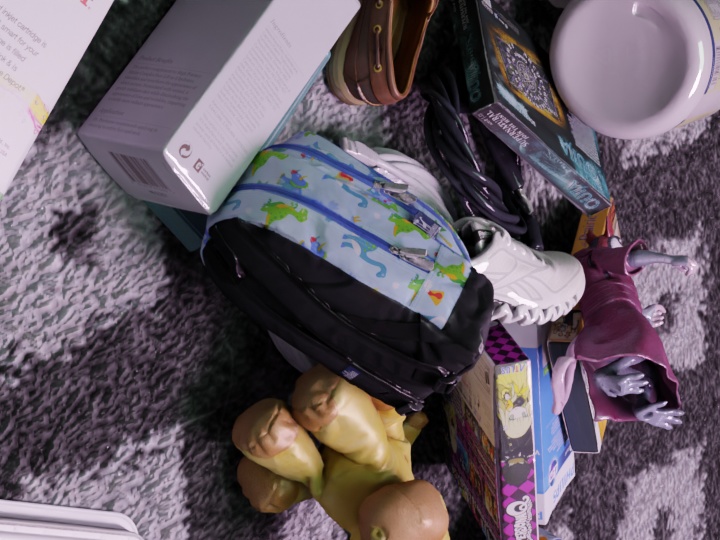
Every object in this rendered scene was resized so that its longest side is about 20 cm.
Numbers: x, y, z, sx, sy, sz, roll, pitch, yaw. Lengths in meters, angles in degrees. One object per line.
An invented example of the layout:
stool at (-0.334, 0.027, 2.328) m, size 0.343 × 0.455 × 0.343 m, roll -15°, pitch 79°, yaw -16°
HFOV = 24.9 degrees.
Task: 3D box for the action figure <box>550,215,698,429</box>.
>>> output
action figure at (0.211, 0.042, 1.394) m, size 0.148 × 0.200 × 0.134 m, roll -7°, pitch 142°, yaw -5°

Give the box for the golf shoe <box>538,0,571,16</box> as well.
golf shoe at (0.196, -0.319, 1.421) m, size 0.078 × 0.094 × 0.201 m, roll -21°, pitch 116°, yaw -43°

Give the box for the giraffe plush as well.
giraffe plush at (0.009, 0.181, 1.262) m, size 0.172 × 0.162 × 0.200 m, roll -30°, pitch 147°, yaw -1°

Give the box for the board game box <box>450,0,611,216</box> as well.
board game box at (0.149, -0.146, 1.410) m, size 0.200 × 0.028 × 0.136 m, roll 35°, pitch 39°, yaw -45°

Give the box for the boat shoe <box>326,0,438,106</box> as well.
boat shoe at (0.035, -0.225, 1.290) m, size 0.072 × 0.067 × 0.201 m, roll 17°, pitch 87°, yaw -48°

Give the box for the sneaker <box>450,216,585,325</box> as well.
sneaker at (0.108, -0.002, 1.296) m, size 0.200 × 0.075 × 0.081 m, roll -6°, pitch 116°, yaw -39°

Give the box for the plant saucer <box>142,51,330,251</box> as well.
plant saucer at (-0.088, -0.111, 1.225) m, size 0.200 × 0.019 × 0.070 m, roll -57°, pitch 134°, yaw -19°

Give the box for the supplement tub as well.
supplement tub at (0.270, -0.199, 1.472) m, size 0.200 × 0.145 × 0.146 m, roll -22°, pitch 116°, yaw -60°

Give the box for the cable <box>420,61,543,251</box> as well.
cable at (0.107, -0.098, 1.370) m, size 0.200 × 0.051 × 0.164 m, roll 50°, pitch 35°, yaw -45°

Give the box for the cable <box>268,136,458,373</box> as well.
cable at (0.000, 0.000, 1.311) m, size 0.200 × 0.069 × 0.201 m, roll 12°, pitch 92°, yaw -49°

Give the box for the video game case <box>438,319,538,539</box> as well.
video game case at (0.104, 0.123, 1.371) m, size 0.036 × 0.200 × 0.182 m, roll -7°, pitch 109°, yaw -9°

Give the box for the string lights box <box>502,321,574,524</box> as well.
string lights box at (0.154, 0.119, 1.490) m, size 0.103 × 0.059 × 0.201 m, roll -42°, pitch 131°, yaw -60°

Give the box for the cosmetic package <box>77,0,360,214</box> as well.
cosmetic package at (-0.097, -0.142, 1.146) m, size 0.200 × 0.101 × 0.074 m, roll -55°, pitch 134°, yaw -20°

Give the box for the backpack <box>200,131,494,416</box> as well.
backpack at (-0.016, -0.003, 1.153) m, size 0.199 × 0.163 × 0.154 m, roll 19°, pitch 66°, yaw -11°

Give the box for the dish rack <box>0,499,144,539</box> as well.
dish rack at (-0.234, 0.251, 1.143) m, size 0.200 × 0.043 × 0.172 m, roll 16°, pitch 87°, yaw -49°

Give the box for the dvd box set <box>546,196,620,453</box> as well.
dvd box set at (0.217, 0.048, 1.520) m, size 0.200 × 0.029 × 0.147 m, roll -67°, pitch 149°, yaw -45°

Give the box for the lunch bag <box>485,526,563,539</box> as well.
lunch bag at (0.135, 0.337, 1.524) m, size 0.200 × 0.075 × 0.160 m, roll -64°, pitch 157°, yaw -11°

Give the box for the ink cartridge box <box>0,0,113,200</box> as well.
ink cartridge box at (-0.260, -0.133, 0.984) m, size 0.145 × 0.084 × 0.200 m, roll 40°, pitch 71°, yaw -45°
